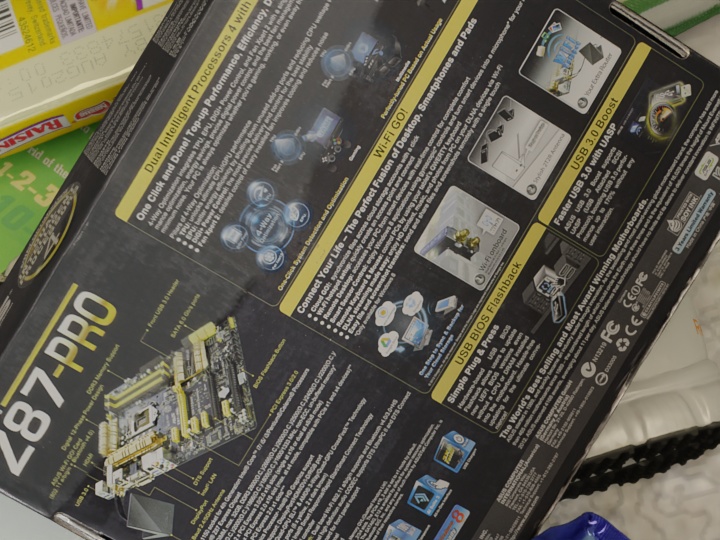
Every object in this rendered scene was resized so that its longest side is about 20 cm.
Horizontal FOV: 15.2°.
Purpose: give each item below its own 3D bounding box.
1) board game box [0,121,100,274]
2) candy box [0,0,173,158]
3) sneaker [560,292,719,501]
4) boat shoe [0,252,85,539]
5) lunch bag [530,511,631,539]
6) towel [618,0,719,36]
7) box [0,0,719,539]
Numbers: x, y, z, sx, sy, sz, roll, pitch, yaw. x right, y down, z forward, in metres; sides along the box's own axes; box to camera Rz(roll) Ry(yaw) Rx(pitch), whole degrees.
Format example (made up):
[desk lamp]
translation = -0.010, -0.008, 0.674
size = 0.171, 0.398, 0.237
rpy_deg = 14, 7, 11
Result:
[board game box]
translation = -0.091, -0.027, 0.847
size = 0.200, 0.030, 0.096
rpy_deg = -39, 84, -5
[candy box]
translation = -0.111, -0.135, 0.845
size = 0.102, 0.026, 0.200
rpy_deg = -20, 68, 0
[sneaker]
translation = 0.014, 0.041, 0.829
size = 0.200, 0.074, 0.080
rpy_deg = -14, 76, -13
[boat shoe]
translation = -0.075, 0.021, 0.790
size = 0.200, 0.064, 0.071
rpy_deg = -34, 117, -6
[lunch bag]
translation = 0.020, 0.155, 0.679
size = 0.094, 0.200, 0.151
rpy_deg = 28, 105, 29
[towel]
translation = 0.042, -0.154, 0.841
size = 0.152, 0.023, 0.200
rpy_deg = -27, 79, -49
[box]
translation = 0.000, 0.000, 0.742
size = 0.161, 0.049, 0.200
rpy_deg = 29, 93, -20
